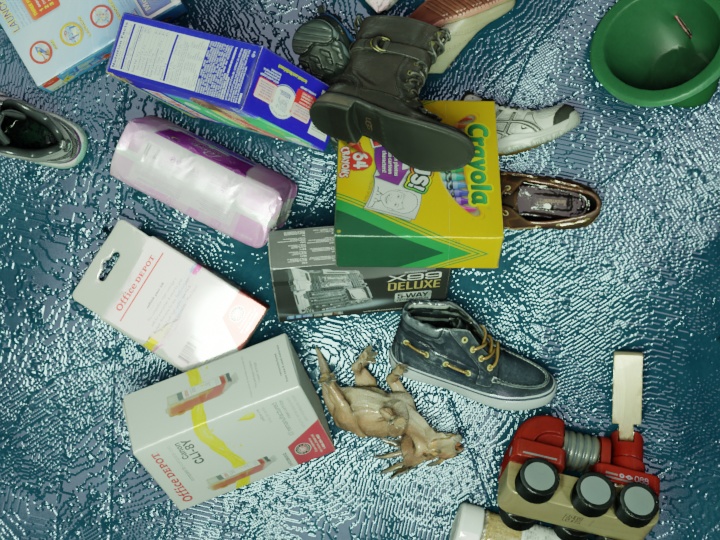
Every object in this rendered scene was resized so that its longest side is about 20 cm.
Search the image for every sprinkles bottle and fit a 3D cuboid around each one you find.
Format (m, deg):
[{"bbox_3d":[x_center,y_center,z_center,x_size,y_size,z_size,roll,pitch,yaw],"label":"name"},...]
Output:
[{"bbox_3d":[0.205,0.329,1.454,0.200,0.068,0.068,16,91,1],"label":"sprinkles bottle"}]

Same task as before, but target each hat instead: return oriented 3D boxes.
[{"bbox_3d":[0.388,-0.220,1.473,0.166,0.176,0.200,-45,52,3],"label":"hat"}]

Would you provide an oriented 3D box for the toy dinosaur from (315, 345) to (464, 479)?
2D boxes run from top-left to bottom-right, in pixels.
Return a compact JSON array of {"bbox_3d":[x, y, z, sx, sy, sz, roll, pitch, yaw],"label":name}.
[{"bbox_3d":[0.015,0.171,1.456,0.200,0.136,0.086,24,51,22],"label":"toy dinosaur"}]

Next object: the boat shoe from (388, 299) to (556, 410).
[{"bbox_3d":[0.134,0.096,1.434,0.200,0.071,0.091,13,131,2],"label":"boat shoe"}]

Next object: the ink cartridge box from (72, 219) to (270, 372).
[{"bbox_3d":[-0.221,0.037,1.460,0.200,0.067,0.117,33,91,-1],"label":"ink cartridge box"}]

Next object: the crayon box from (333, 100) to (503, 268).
[{"bbox_3d":[0.061,-0.096,1.337,0.172,0.058,0.200,0,52,2],"label":"crayon box"}]

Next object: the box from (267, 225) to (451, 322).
[{"bbox_3d":[0.000,0.000,1.404,0.200,0.158,0.050,-5,67,-3],"label":"box"}]

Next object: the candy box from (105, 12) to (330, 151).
[{"bbox_3d":[-0.149,-0.206,1.370,0.200,0.169,0.077,20,90,31],"label":"candy box"}]

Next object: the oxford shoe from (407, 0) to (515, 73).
[{"bbox_3d":[0.097,-0.277,1.463,0.200,0.071,0.074,-25,126,-6],"label":"oxford shoe"}]

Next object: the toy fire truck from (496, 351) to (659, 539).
[{"bbox_3d":[0.260,0.198,1.440,0.176,0.129,0.200,14,52,0],"label":"toy fire truck"}]

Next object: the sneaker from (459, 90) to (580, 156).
[{"bbox_3d":[0.153,-0.172,1.448,0.200,0.076,0.088,-16,88,0],"label":"sneaker"}]

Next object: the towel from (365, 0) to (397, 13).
[{"bbox_3d":[0.030,-0.435,1.470,0.200,0.032,0.191,-42,90,2],"label":"towel"}]

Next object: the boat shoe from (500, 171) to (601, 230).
[{"bbox_3d":[0.180,-0.082,1.452,0.200,0.070,0.070,0,91,2],"label":"boat shoe"}]

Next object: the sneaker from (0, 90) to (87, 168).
[{"bbox_3d":[-0.419,-0.173,1.425,0.200,0.140,0.078,13,91,1],"label":"sneaker"}]

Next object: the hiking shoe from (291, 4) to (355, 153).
[{"bbox_3d":[-0.008,-0.208,1.451,0.074,0.087,0.200,-12,114,23],"label":"hiking shoe"}]

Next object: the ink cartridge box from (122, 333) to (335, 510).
[{"bbox_3d":[-0.148,0.175,1.416,0.200,0.145,0.083,-21,49,2],"label":"ink cartridge box"}]

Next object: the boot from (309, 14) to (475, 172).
[{"bbox_3d":[0.055,-0.203,1.337,0.200,0.069,0.174,21,56,16],"label":"boot"}]

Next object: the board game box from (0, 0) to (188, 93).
[{"bbox_3d":[-0.338,-0.345,1.465,0.196,0.056,0.200,-30,90,1],"label":"board game box"}]

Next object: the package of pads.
[{"bbox_3d":[-0.176,-0.103,1.422,0.200,0.121,0.076,26,101,0],"label":"package of pads"}]
